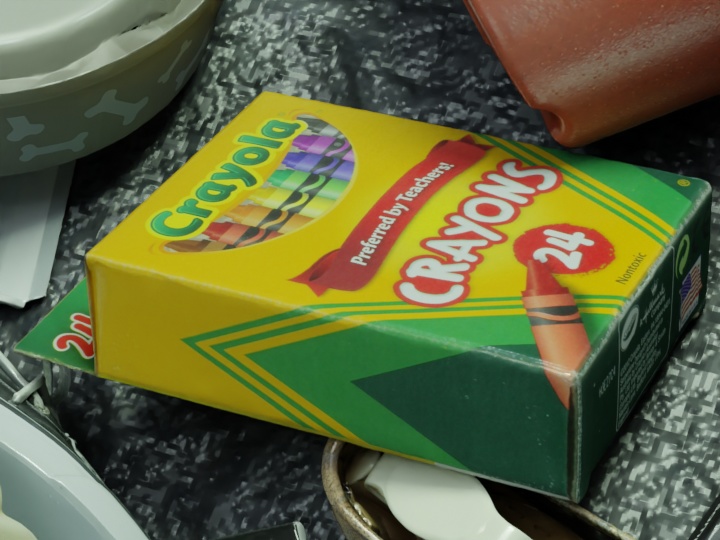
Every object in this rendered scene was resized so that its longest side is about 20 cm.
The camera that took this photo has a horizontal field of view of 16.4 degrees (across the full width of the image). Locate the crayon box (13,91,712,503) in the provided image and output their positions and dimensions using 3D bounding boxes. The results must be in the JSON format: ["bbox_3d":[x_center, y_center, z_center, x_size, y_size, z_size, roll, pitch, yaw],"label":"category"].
[{"bbox_3d":[0.000,0.000,0.814,0.199,0.051,0.127,12,34,22],"label":"crayon box"}]

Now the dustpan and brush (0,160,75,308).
[{"bbox_3d":[-0.207,-0.060,0.934,0.199,0.057,0.140,1,64,17],"label":"dustpan and brush"}]

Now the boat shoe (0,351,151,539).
[{"bbox_3d":[-0.129,0.059,0.846,0.199,0.068,0.074,35,123,11],"label":"boat shoe"}]

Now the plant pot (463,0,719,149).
[{"bbox_3d":[0.121,-0.147,0.812,0.195,0.201,0.201,-26,60,12],"label":"plant pot"}]

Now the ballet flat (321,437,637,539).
[{"bbox_3d":[0.063,0.104,0.768,0.200,0.067,0.068,29,76,27],"label":"ballet flat"}]

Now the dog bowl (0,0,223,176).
[{"bbox_3d":[-0.140,-0.116,0.908,0.199,0.059,0.201,2,50,-3],"label":"dog bowl"}]

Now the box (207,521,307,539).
[{"bbox_3d":[-0.023,0.189,0.722,0.060,0.117,0.201,-11,60,-1],"label":"box"}]

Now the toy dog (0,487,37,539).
[{"bbox_3d":[-0.196,0.139,0.782,0.199,0.139,0.195,-8,90,32],"label":"toy dog"}]

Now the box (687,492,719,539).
[{"bbox_3d":[0.172,0.094,0.726,0.143,0.036,0.200,37,79,1],"label":"box"}]
